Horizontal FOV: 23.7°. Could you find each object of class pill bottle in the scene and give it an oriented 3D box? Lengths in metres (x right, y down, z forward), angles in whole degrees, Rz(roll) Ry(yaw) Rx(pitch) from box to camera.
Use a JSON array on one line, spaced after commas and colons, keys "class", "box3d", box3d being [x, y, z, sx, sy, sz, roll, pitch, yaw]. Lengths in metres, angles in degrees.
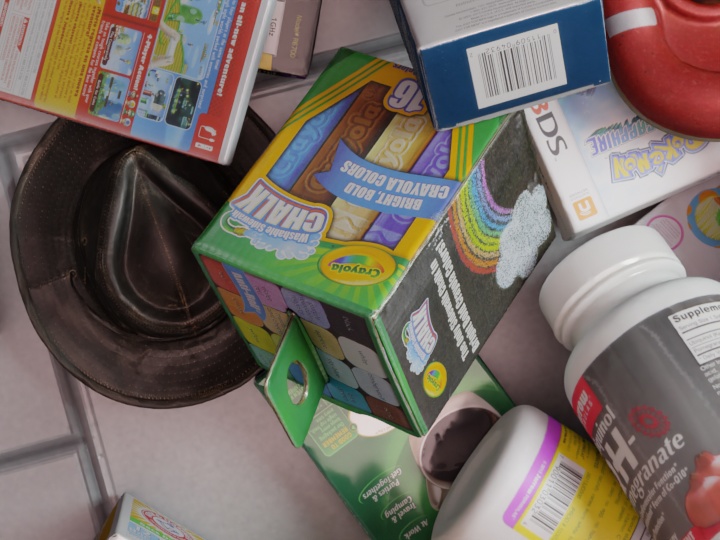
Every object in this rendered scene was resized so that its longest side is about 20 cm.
[{"class": "pill bottle", "box3d": [0.147, 0.171, 0.987, 0.200, 0.104, 0.104, 34, 92, -4]}, {"class": "pill bottle", "box3d": [0.180, 0.075, 0.936, 0.110, 0.111, 0.200, -29, 59, -1]}]

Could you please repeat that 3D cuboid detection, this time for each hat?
[{"class": "hat", "box3d": [-0.119, -0.020, 1.002, 0.199, 0.081, 0.202, 0, 86, -1]}]

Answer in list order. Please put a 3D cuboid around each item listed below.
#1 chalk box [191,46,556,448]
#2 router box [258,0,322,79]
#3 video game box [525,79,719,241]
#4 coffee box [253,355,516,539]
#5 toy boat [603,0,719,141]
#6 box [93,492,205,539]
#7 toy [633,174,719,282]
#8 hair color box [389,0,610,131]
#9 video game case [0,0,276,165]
[{"class": "chalk box", "box3d": [0.000, 0.000, 0.947, 0.124, 0.125, 0.200, 22, 62, 30]}, {"class": "router box", "box3d": [-0.087, -0.224, 1.011, 0.148, 0.051, 0.201, 9, 92, -5]}, {"class": "video game box", "box3d": [0.177, -0.140, 1.027, 0.199, 0.047, 0.183, -24, 87, -2]}, {"class": "coffee box", "box3d": [0.039, 0.107, 1.052, 0.123, 0.044, 0.200, -38, 96, 1]}, {"class": "toy boat", "box3d": [0.194, -0.173, 0.941, 0.130, 0.131, 0.201, -12, 84, -1]}, {"class": "box", "box3d": [-0.086, 0.233, 1.019, 0.200, 0.112, 0.102, 32, 91, -8]}, {"class": "toy", "box3d": [0.241, -0.011, 1.051, 0.200, 0.047, 0.115, -39, 78, -8]}, {"class": "hair color box", "box3d": [0.062, -0.171, 0.950, 0.100, 0.200, 0.061, -15, 135, 1]}, {"class": "video game case", "box3d": [-0.149, -0.155, 0.972, 0.199, 0.017, 0.144, 17, 95, 8]}]
